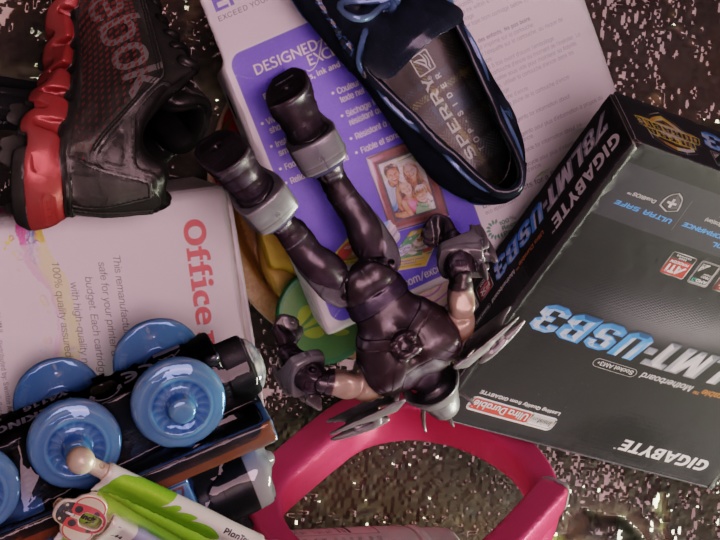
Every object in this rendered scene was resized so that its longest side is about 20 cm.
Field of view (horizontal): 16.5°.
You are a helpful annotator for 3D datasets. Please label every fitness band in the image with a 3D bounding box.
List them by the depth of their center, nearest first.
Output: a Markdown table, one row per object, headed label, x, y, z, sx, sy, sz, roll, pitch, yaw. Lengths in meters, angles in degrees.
| label | x | y | z | sx | sy | sz | roll | pitch | yaw |
| --- | --- | --- | --- | --- | --- | --- | --- | --- | --- |
| fitness band | 0.024 | 0.121 | 1.296 | 0.144 | 0.200 | 0.037 | 24 | 122 | 22 |

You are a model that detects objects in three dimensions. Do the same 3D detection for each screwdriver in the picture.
| label | x | y | z | sx | sy | sz | roll | pitch | yaw |
| --- | --- | --- | --- | --- | --- | --- | --- | --- | --- |
| screwdriver | -0.242 | -0.092 | 1.278 | 0.200 | 0.029 | 0.028 | 5 | 93 | -21 |

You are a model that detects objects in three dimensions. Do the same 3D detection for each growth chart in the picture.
| label | x | y | z | sx | sy | sz | roll | pitch | yaw |
| --- | --- | --- | --- | --- | --- | --- | --- | --- | --- |
| growth chart | -0.119 | 0.190 | 1.199 | 0.145 | 0.018 | 0.200 | 23 | 104 | -25 |

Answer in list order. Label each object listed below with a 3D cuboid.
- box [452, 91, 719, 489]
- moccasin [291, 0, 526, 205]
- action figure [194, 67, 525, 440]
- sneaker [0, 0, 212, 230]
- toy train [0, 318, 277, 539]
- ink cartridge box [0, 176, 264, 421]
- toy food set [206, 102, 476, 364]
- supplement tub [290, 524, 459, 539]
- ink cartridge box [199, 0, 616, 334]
| label | x | y | z | sx | sy | sz | roll | pitch | yaw |
| --- | --- | --- | --- | --- | --- | --- | --- | --- | --- |
| box | 0.162 | 0.018 | 1.323 | 0.200 | 0.050 | 0.199 | 18 | 122 | -29 |
| moccasin | 0.028 | -0.120 | 1.233 | 0.080 | 0.068 | 0.200 | -43 | 107 | -6 |
| action figure | 0.000 | 0.000 | 1.247 | 0.130 | 0.069 | 0.200 | -36 | 110 | -9 |
| sneaker | -0.120 | -0.105 | 1.256 | 0.098 | 0.071 | 0.201 | 5 | 57 | 2 |
| toy train | -0.132 | 0.104 | 1.213 | 0.200 | 0.087 | 0.114 | -23 | 113 | -7 |
| ink cartridge box | -0.160 | 0.037 | 1.285 | 0.200 | 0.085 | 0.145 | -9 | 97 | -13 |
| toy food set | 0.016 | -0.045 | 1.349 | 0.200 | 0.049 | 0.198 | -20 | 100 | -14 |
| supplement tub | -0.047 | 0.202 | 1.307 | 0.200 | 0.132 | 0.132 | 0 | 94 | -16 |
| ink cartridge box | 0.032 | -0.097 | 1.296 | 0.198 | 0.043 | 0.200 | -24 | 106 | -12 |
